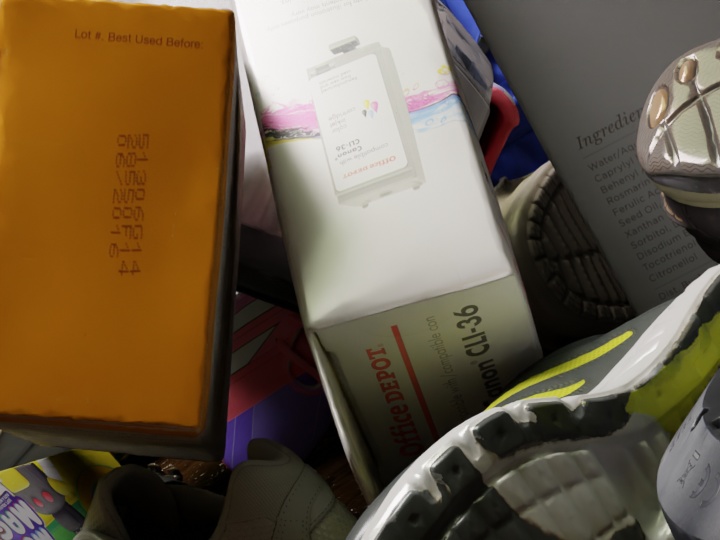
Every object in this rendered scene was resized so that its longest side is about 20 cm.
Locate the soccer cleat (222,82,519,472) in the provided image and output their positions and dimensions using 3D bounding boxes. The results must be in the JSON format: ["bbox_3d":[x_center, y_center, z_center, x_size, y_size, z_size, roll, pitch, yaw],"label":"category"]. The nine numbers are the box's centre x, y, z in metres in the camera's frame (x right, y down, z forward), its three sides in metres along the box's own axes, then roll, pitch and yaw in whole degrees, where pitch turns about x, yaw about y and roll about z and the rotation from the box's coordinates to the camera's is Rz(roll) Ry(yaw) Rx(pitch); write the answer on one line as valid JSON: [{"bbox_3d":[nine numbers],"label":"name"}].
[{"bbox_3d":[0.000,0.000,0.968,0.201,0.067,0.076,-59,21,-11],"label":"soccer cleat"}]

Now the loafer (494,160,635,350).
[{"bbox_3d":[0.079,-0.006,0.922,0.068,0.076,0.200,-28,1,21],"label":"loafer"}]

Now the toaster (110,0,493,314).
[{"bbox_3d":[-0.033,-0.053,0.913,0.199,0.114,0.130,18,79,32],"label":"toaster"}]

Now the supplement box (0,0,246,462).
[{"bbox_3d":[-0.078,-0.006,0.740,0.073,0.127,0.200,4,-8,-1],"label":"supplement box"}]

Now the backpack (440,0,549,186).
[{"bbox_3d":[0.023,-0.071,1.094,0.199,0.168,0.163,-28,43,-8],"label":"backpack"}]

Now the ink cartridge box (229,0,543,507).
[{"bbox_3d":[0.014,-0.011,0.735,0.067,0.201,0.117,-16,-31,5],"label":"ink cartridge box"}]

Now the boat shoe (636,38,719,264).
[{"bbox_3d":[0.187,-0.035,0.693,0.199,0.073,0.075,1,53,26],"label":"boat shoe"}]

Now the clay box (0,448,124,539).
[{"bbox_3d":[-0.144,0.124,0.798,0.115,0.048,0.200,-48,-13,16],"label":"clay box"}]

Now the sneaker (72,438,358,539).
[{"bbox_3d":[-0.074,0.110,0.724,0.199,0.092,0.076,-26,11,28],"label":"sneaker"}]

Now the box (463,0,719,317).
[{"bbox_3d":[0.113,-0.086,0.824,0.106,0.201,0.152,-27,12,13],"label":"box"}]

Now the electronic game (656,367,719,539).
[{"bbox_3d":[0.169,0.026,0.567,0.199,0.042,0.200,-22,13,5],"label":"electronic game"}]

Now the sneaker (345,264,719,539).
[{"bbox_3d":[0.059,0.066,0.653,0.199,0.075,0.084,-28,-1,-39],"label":"sneaker"}]

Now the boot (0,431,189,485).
[{"bbox_3d":[-0.112,0.101,0.995,0.137,0.078,0.200,-14,20,23],"label":"boot"}]

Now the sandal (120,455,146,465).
[{"bbox_3d":[-0.117,0.068,1.170,0.199,0.045,0.075,-33,48,-7],"label":"sandal"}]
